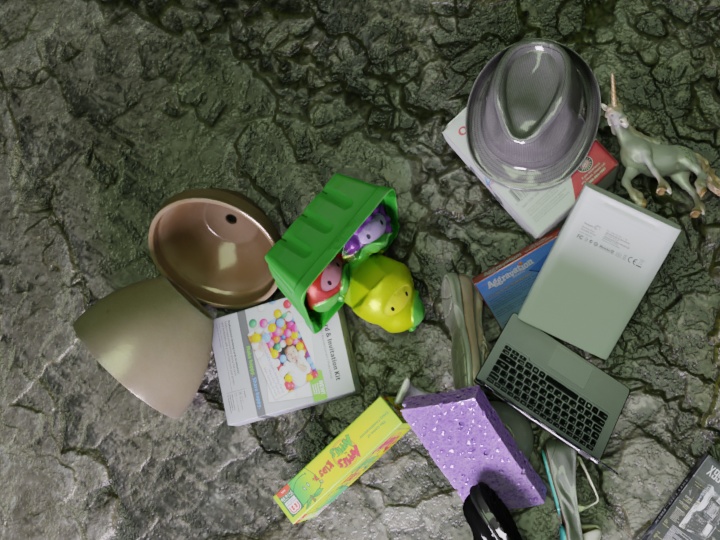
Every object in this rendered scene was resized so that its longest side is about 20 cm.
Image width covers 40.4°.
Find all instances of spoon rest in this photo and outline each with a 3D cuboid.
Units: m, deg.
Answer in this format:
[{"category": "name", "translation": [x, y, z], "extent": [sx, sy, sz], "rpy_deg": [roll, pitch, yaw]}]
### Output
[{"category": "spoon rest", "translation": [0.141, 0.205, 1.324], "extent": [0.198, 0.061, 0.100], "rpy_deg": [28, 88, 4]}]

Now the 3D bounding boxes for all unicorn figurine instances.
[{"category": "unicorn figurine", "translation": [0.379, -0.144, 1.259], "extent": [0.074, 0.198, 0.139], "rpy_deg": [-41, 43, 38]}]

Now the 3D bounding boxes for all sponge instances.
[{"category": "sponge", "translation": [0.145, 0.230, 1.245], "extent": [0.110, 0.030, 0.201], "rpy_deg": [-16, 121, 34]}]

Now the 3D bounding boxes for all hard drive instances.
[{"category": "hard drive", "translation": [0.304, 0.003, 1.258], "extent": [0.130, 0.027, 0.202], "rpy_deg": [25, 115, 3]}]

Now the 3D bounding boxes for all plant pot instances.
[{"category": "plant pot", "translation": [-0.285, 0.089, 1.381], "extent": [0.200, 0.200, 0.135], "rpy_deg": [41, 87, 17]}, {"category": "plant pot", "translation": [-0.196, -0.049, 1.404], "extent": [0.197, 0.203, 0.093], "rpy_deg": [0, 42, 15]}]

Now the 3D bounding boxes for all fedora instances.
[{"category": "fedora", "translation": [0.218, -0.212, 1.249], "extent": [0.174, 0.090, 0.203], "rpy_deg": [19, 84, 15]}]

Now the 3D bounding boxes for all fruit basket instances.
[{"category": "fruit basket", "translation": [0.000, 0.000, 1.328], "extent": [0.211, 0.156, 0.219], "rpy_deg": [-3, 65, 5]}]

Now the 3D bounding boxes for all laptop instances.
[{"category": "laptop", "translation": [0.246, 0.143, 1.203], "extent": [0.186, 0.116, 0.201], "rpy_deg": [33, 54, 6]}]

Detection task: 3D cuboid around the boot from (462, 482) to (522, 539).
[{"category": "boot", "translation": [0.140, 0.391, 1.250], "extent": [0.156, 0.080, 0.213], "rpy_deg": [-26, 101, 9]}]

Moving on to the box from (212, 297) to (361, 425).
[{"category": "box", "translation": [-0.110, 0.123, 1.405], "extent": [0.197, 0.041, 0.159], "rpy_deg": [-16, 78, 11]}]

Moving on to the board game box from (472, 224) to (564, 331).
[{"category": "board game box", "translation": [0.257, 0.001, 1.300], "extent": [0.198, 0.103, 0.020], "rpy_deg": [-30, 31, 9]}]

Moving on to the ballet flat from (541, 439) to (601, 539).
[{"category": "ballet flat", "translation": [0.280, 0.319, 1.259], "extent": [0.063, 0.067, 0.204], "rpy_deg": [-9, 80, 6]}]

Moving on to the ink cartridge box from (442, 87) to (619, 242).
[{"category": "ink cartridge box", "translation": [0.231, -0.157, 1.328], "extent": [0.147, 0.086, 0.201], "rpy_deg": [-40, 73, 4]}]

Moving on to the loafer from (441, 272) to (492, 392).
[{"category": "loafer", "translation": [0.153, 0.094, 1.306], "extent": [0.062, 0.072, 0.203], "rpy_deg": [-1, 63, -11]}]

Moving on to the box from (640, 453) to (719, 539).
[{"category": "box", "translation": [0.466, 0.352, 1.210], "extent": [0.199, 0.050, 0.159], "rpy_deg": [36, 92, 17]}]

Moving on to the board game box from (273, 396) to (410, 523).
[{"category": "board game box", "translation": [-0.018, 0.256, 1.329], "extent": [0.200, 0.101, 0.048], "rpy_deg": [-43, 74, 6]}]
